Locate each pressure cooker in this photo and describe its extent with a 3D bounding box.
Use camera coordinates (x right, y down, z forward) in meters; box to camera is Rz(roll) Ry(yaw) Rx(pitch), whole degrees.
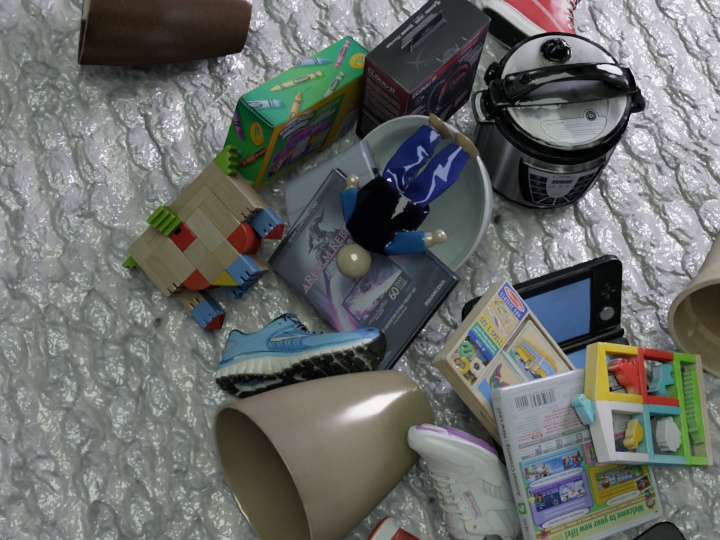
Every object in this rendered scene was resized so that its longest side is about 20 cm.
[{"bbox_3d":[0.229,-0.186,1.431,0.179,0.200,0.176,38,68,11],"label":"pressure cooker"}]

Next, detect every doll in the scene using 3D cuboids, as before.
[{"bbox_3d":[0.044,-0.072,1.308,0.136,0.048,0.200,39,87,21],"label":"doll"}]

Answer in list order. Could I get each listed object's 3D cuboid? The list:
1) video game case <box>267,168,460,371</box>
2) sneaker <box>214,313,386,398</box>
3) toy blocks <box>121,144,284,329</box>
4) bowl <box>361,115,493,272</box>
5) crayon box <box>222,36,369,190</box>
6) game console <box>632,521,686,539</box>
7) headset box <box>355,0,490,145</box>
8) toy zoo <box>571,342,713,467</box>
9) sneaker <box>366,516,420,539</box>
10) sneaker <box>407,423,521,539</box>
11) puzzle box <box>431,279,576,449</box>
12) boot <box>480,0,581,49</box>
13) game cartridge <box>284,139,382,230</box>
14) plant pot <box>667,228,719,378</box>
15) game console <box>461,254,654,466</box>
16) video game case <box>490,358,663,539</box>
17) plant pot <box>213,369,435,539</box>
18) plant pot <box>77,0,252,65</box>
[{"bbox_3d":[0.000,0.000,1.360,0.200,0.019,0.143,43,109,20],"label":"video game case"},{"bbox_3d":[-0.069,0.081,1.342,0.200,0.078,0.090,-8,57,13],"label":"sneaker"},{"bbox_3d":[-0.167,-0.025,1.371,0.200,0.100,0.137,-45,81,12],"label":"toy blocks"},{"bbox_3d":[0.081,-0.081,1.413,0.201,0.090,0.202,2,93,33],"label":"bowl"},{"bbox_3d":[-0.072,-0.188,1.423,0.058,0.119,0.200,42,50,13],"label":"crayon box"},{"bbox_3d":[0.330,0.374,1.238,0.172,0.119,0.200,-30,72,-15],"label":"game console"},{"bbox_3d":[0.074,-0.238,1.443,0.075,0.200,0.149,41,71,13],"label":"headset box"},{"bbox_3d":[0.314,0.151,1.326,0.200,0.020,0.131,9,70,-33],"label":"toy zoo"},{"bbox_3d":[0.020,0.366,1.243,0.115,0.078,0.200,31,69,11],"label":"sneaker"},{"bbox_3d":[0.115,0.235,1.265,0.200,0.075,0.100,40,74,-31],"label":"sneaker"},{"bbox_3d":[0.178,0.126,1.294,0.200,0.025,0.133,50,55,-14],"label":"puzzle box"},{"bbox_3d":[0.276,-0.319,1.565,0.144,0.072,0.200,-37,70,-19],"label":"boot"},{"bbox_3d":[-0.011,-0.035,1.394,0.133,0.041,0.200,-28,77,29],"label":"game cartridge"},{"bbox_3d":[0.477,0.007,1.383,0.200,0.201,0.184,22,56,6],"label":"plant pot"},{"bbox_3d":[0.230,0.102,1.355,0.200,0.176,0.116,-18,40,-12],"label":"game console"},{"bbox_3d":[0.237,0.200,1.287,0.200,0.022,0.182,-9,83,-37],"label":"video game case"},{"bbox_3d":[-0.024,0.189,1.275,0.200,0.187,0.187,-24,70,-28],"label":"plant pot"},{"bbox_3d":[-0.241,-0.336,1.491,0.200,0.187,0.187,7,65,-17],"label":"plant pot"}]
